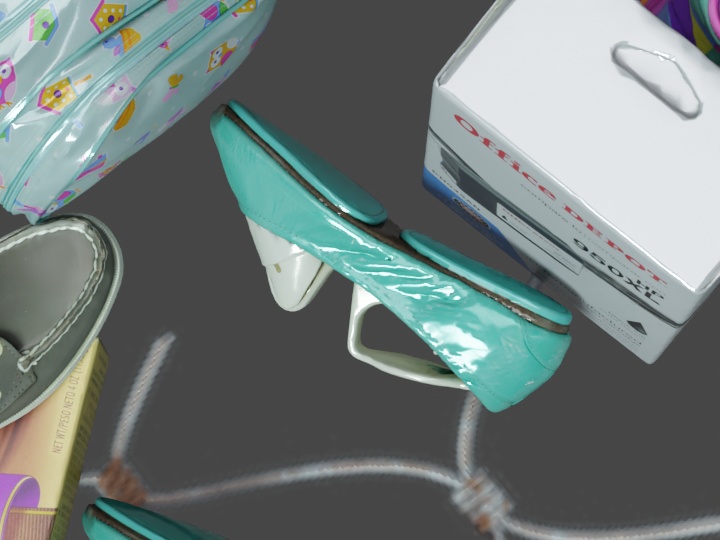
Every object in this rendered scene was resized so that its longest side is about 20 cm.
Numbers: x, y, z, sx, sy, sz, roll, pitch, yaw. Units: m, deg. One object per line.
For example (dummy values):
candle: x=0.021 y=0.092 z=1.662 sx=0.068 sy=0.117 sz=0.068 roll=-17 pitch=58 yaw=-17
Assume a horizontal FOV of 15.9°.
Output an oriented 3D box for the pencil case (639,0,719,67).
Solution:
pencil case: x=0.166 y=-0.109 z=1.155 sx=0.088 sy=0.200 sz=0.089 roll=1 pitch=83 yaw=-8

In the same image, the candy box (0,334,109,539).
candy box: x=-0.196 y=0.118 z=1.183 sx=0.116 sy=0.056 sz=0.201 roll=13 pitch=79 yaw=2

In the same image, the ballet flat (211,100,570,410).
ballet flat: x=0.000 y=0.000 z=1.194 sx=0.200 sy=0.067 sz=0.071 roll=33 pitch=98 yaw=8

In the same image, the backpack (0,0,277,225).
backpack: x=-0.116 y=-0.118 z=1.145 sx=0.127 sy=0.167 sz=0.200 roll=43 pitch=58 yaw=7

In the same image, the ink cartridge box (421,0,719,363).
ink cartridge box: x=0.107 y=-0.046 z=1.137 sx=0.145 sy=0.200 sz=0.084 roll=38 pitch=82 yaw=7

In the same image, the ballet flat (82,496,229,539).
ballet flat: x=-0.041 y=0.165 z=1.172 sx=0.200 sy=0.067 sz=0.071 roll=18 pitch=95 yaw=5

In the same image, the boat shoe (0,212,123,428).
boat shoe: x=-0.187 y=0.045 z=1.138 sx=0.202 sy=0.060 sz=0.072 roll=-40 pitch=82 yaw=-8
